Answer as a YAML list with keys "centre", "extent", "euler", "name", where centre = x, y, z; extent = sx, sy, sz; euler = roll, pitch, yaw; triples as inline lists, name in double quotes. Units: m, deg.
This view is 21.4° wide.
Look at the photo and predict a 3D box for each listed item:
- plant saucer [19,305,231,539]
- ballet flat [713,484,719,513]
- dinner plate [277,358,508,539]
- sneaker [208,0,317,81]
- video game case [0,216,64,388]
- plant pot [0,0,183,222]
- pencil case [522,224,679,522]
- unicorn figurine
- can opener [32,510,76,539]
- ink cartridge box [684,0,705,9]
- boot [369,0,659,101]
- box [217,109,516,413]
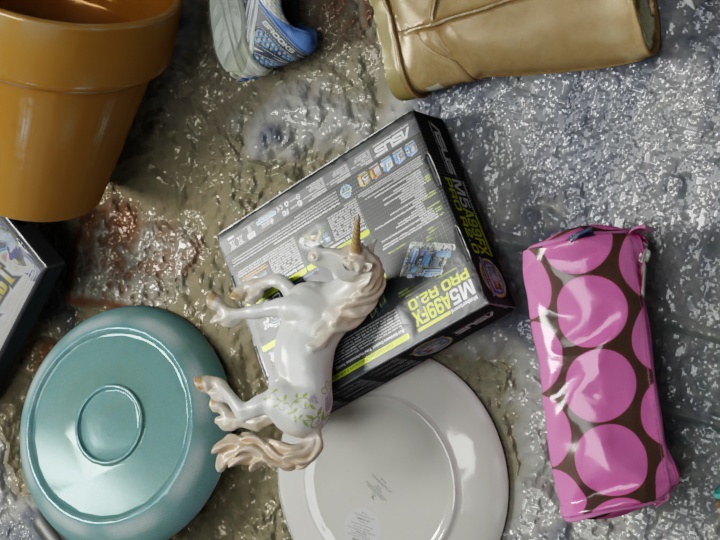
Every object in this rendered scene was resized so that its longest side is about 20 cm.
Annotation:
- centre: [-0.195, 0.124, 1.526]
  extent: [0.199, 0.027, 0.202]
  euler: [-6, 75, 24]
  name: "plant saucer"
- centre: [0.322, 0.119, 1.239]
  extent: [0.200, 0.069, 0.071]
  euler: [-42, 92, 24]
  name: "ballet flat"
- centre: [0.018, 0.160, 1.435]
  extent: [0.199, 0.024, 0.202]
  euler: [2, 93, 31]
  name: "dinner plate"
- centre: [-0.073, -0.250, 1.452]
  extent: [0.085, 0.077, 0.202]
  euler: [-8, 95, 20]
  name: "sneaker"
- centre: [-0.342, 0.000, 1.606]
  extent: [0.181, 0.025, 0.200]
  euler: [48, 128, 20]
  name: "video game case"
- centre: [-0.250, -0.147, 1.494]
  extent: [0.199, 0.200, 0.184]
  euler: [27, 120, 26]
  name: "plant pot"
- centre: [0.168, 0.069, 1.311]
  extent: [0.093, 0.091, 0.202]
  euler: [-9, 90, 16]
  name: "pencil case"
- centre: [-0.048, 0.048, 1.379]
  extent: [0.136, 0.074, 0.202]
  euler: [6, 102, 25]
  name: "unicorn figurine"
- centre: [-0.189, 0.251, 1.548]
  extent: [0.200, 0.067, 0.054]
  euler: [47, 135, 30]
  name: "can opener"
- centre: [0.200, -0.297, 1.254]
  extent: [0.145, 0.088, 0.200]
  euler: [-44, 72, 2]
  name: "ink cartridge box"
- centre: [0.101, -0.217, 1.352]
  extent: [0.199, 0.066, 0.177]
  euler: [-11, 99, 31]
  name: "boot"
- centre: [0.000, 0.000, 1.414]
  extent: [0.199, 0.044, 0.161]
  euler: [-31, 69, 27]
  name: "box"
